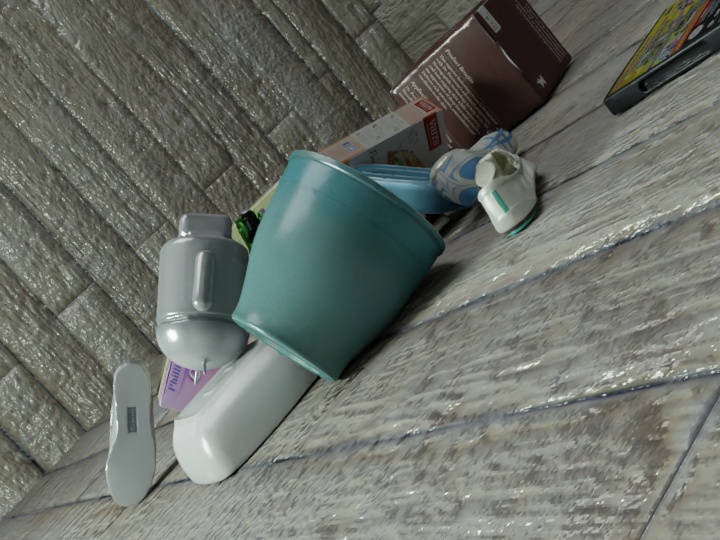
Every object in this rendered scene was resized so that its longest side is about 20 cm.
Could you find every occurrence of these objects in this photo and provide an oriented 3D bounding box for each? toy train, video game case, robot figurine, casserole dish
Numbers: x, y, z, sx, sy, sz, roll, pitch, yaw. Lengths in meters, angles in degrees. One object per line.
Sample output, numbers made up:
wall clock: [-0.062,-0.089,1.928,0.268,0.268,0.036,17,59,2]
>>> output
toy train: [-0.106,0.014,1.264,0.041,0.203,0.056,-29,10,-19]
video game case: [0.355,-0.260,1.015,0.201,0.026,0.180,-51,11,-35]
robot figurine: [-0.194,0.034,1.213,0.170,0.110,0.205,109,162,-73]
casserole dish: [0.050,-0.108,1.269,0.196,0.040,0.121,7,17,27]

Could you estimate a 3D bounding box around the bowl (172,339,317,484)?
bowl: [-0.148,0.159,1.190,0.201,0.075,0.199,-49,9,-23]

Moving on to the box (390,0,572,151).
box: [0.186,-0.301,1.519,0.199,0.166,0.165,-35,11,41]

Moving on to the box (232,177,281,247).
box: [-0.128,-0.063,1.807,0.200,0.176,0.097,-44,9,-8]

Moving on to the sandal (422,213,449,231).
sandal: [0.060,-0.062,1.319,0.079,0.059,0.207,-44,9,-4]

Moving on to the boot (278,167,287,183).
boot: [-0.116,-0.040,1.517,0.201,0.071,0.186,120,154,-62]

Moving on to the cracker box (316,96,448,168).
cracker box: [0.034,-0.139,1.398,0.198,0.136,0.058,-31,41,-18]

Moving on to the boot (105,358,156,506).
boot: [-0.324,0.228,1.420,0.096,0.072,0.205,180,94,-83]

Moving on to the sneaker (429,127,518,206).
sneaker: [0.150,-0.122,1.211,0.072,0.073,0.199,-50,-11,34]

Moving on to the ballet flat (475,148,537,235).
ballet flat: [0.150,-0.095,1.041,0.069,0.070,0.200,-40,9,17]

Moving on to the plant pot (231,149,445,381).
plant pot: [-0.037,0.007,1.063,0.190,0.198,0.200,-60,12,-9]

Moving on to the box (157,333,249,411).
box: [-0.221,0.106,1.406,0.200,0.095,0.180,173,111,-78]
